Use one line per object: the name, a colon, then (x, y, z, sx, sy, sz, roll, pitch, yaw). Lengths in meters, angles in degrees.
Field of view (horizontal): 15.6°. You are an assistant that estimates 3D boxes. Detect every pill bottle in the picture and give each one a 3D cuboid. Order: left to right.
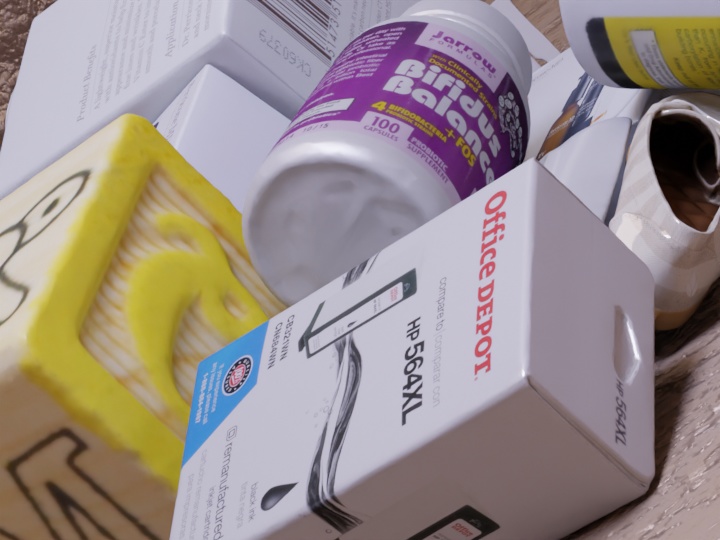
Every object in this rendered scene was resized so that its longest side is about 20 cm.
pill bottle: (0.023, -0.062, 1.333, 0.112, 0.112, 0.200, -31, 17, 33)
pill bottle: (0.207, -0.145, 1.280, 0.200, 0.114, 0.114, 4, 34, 35)

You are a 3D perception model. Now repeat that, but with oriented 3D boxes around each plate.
plate: (0.056, 0.021, 1.282, 0.200, 0.032, 0.200, -54, 3, 24)

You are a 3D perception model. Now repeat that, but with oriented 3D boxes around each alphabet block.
alphabet block: (-0.138, 0.080, 1.297, 0.200, 0.196, 0.196, -31, 26, 33)

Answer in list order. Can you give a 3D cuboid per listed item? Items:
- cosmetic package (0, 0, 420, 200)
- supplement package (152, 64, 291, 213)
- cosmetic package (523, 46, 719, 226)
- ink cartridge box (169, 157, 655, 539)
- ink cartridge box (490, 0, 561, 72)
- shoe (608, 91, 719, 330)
cosmetic package: (-0.082, -0.095, 1.526, 0.200, 0.165, 0.165, -31, 35, 33)
supplement package: (-0.105, 0.006, 1.427, 0.200, 0.109, 0.114, -44, 19, 37)
cosmetic package: (0.135, -0.081, 1.462, 0.200, 0.052, 0.151, -34, 20, 50)
ink cartridge box: (0.022, 0.064, 1.113, 0.200, 0.084, 0.146, -33, 30, 28)
ink cartridge box: (0.062, -0.091, 1.671, 0.200, 0.116, 0.068, -41, -9, -17)
shoe: (0.158, -0.042, 1.239, 0.200, 0.070, 0.053, -63, -6, -58)
